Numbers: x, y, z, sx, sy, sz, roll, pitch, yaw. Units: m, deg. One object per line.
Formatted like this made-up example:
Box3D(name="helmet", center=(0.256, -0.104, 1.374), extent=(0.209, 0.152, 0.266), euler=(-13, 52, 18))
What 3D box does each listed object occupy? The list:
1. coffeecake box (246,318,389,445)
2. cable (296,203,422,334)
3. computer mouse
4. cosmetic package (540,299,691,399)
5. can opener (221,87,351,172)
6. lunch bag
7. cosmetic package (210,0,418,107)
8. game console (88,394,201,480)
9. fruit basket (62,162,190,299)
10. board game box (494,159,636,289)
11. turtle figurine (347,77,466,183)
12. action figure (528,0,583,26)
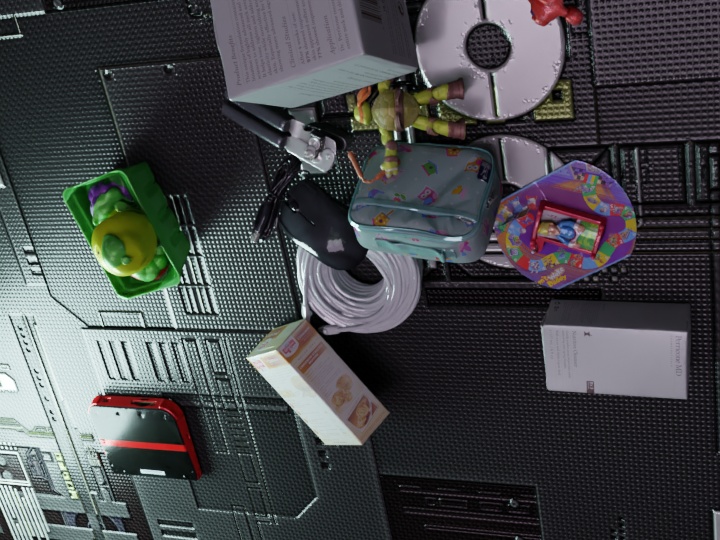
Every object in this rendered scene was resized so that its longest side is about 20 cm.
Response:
Box3D(name="coffeecake box", center=(-0.070, 0.180, 1.647), extent=(0.200, 0.073, 0.153), euler=(48, 157, -10))
Box3D(name="cable", center=(0.000, 0.000, 1.556), extent=(0.197, 0.069, 0.203), euler=(3, 118, 20))
Box3D(name="computer mouse", center=(-0.074, -0.070, 1.487), extent=(0.199, 0.053, 0.140), euler=(32, 100, 29))
Box3D(name="cosmetic package", center=(0.361, 0.109, 1.465), extent=(0.197, 0.081, 0.114), euler=(1, 117, 23))
Box3D(name="can opener", center=(-0.109, -0.205, 1.491), extent=(0.198, 0.066, 0.053), euler=(28, 124, 15))
Box3D(name="lunch bag", center=(0.089, -0.091, 1.403), extent=(0.197, 0.162, 0.077), euler=(7, 146, 22))
Box3D(name="cosmetic package", center=(-0.060, -0.313, 1.307), extent=(0.197, 0.166, 0.170), euler=(-11, 89, 27))
Box3D(name="game console", center=(-0.399, 0.310, 1.928), extent=(0.197, 0.031, 0.179), euler=(1, 123, 22))
Box3D(name="fruit basket", center=(-0.363, -0.048, 1.595), extent=(0.154, 0.216, 0.218), euler=(-14, 113, 28))
Box3D(name="board game box", center=(0.277, -0.050, 1.430), extent=(0.199, 0.039, 0.159), euler=(-27, 106, 33))
Box3D(name="turtle figurine", center=(0.058, -0.221, 1.381), extent=(0.159, 0.064, 0.203), euler=(-3, 81, 4))
Box3D(name="action figure", center=(0.203, -0.360, 1.273), extent=(0.200, 0.098, 0.066), euler=(42, 132, 22))
